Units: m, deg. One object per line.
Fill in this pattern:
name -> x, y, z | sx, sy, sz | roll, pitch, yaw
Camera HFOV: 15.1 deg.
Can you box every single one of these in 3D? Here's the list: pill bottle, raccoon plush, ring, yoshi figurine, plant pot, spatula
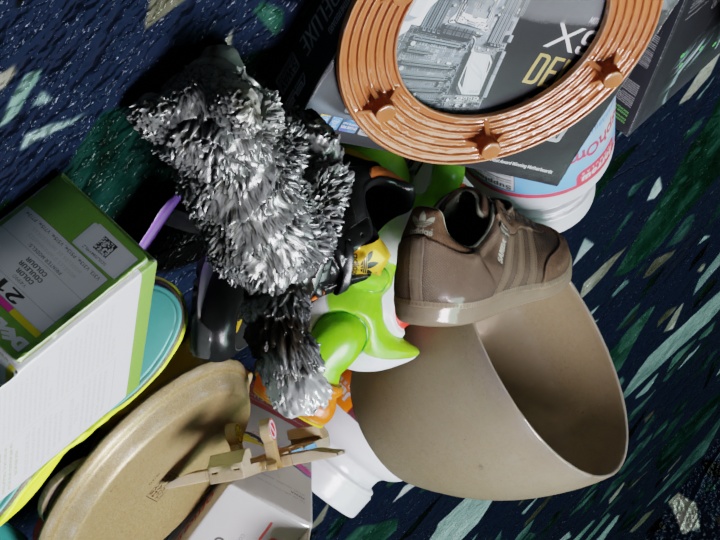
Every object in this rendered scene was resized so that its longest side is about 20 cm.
pill bottle -> 0.112, -0.110, 1.761 | 0.109, 0.109, 0.200 | -43, 153, -21
raccoon plush -> -0.054, -0.025, 1.463 | 0.097, 0.200, 0.134 | -24, 170, 12
pill bottle -> 0.027, 0.084, 2.044 | 0.200, 0.113, 0.113 | -50, 165, 2
ring -> 0.082, -0.134, 1.532 | 0.200, 0.019, 0.200 | -14, 136, -14
yoshi figurine -> -0.013, -0.008, 1.747 | 0.112, 0.112, 0.200 | 19, 104, -55
plant pot -> 0.073, 0.078, 1.858 | 0.134, 0.200, 0.200 | -29, 174, 26
spatula -> -0.092, -0.029, 1.620 | 0.057, 0.021, 0.200 | -56, 164, 17

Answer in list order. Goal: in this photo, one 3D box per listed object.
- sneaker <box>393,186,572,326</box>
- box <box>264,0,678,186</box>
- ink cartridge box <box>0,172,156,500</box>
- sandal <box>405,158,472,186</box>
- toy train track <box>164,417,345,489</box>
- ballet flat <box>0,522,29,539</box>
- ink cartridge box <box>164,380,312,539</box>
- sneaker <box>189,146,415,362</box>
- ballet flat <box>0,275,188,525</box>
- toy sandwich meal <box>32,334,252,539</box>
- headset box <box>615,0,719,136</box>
sneaker -> 0.084, -0.018, 1.710 | 0.200, 0.070, 0.076 | -25, 120, -62
box -> 0.068, -0.137, 1.572 | 0.200, 0.050, 0.158 | 10, 127, -35
ink cartridge box -> -0.207, 0.063, 1.429 | 0.200, 0.076, 0.148 | -40, 163, -26
sandal -> 0.055, -0.071, 1.877 | 0.082, 0.050, 0.203 | -8, 127, -45
toy train track -> -0.059, 0.110, 1.745 | 0.115, 0.033, 0.200 | -12, 178, 15
ballet flat -> -0.249, 0.186, 1.642 | 0.074, 0.074, 0.200 | -49, 169, 1
ink cartridge box -> -0.090, 0.171, 1.849 | 0.117, 0.067, 0.200 | -55, -164, 20
sneaker -> -0.032, -0.011, 1.611 | 0.200, 0.090, 0.070 | -58, 159, -49
ballet flat -> -0.180, 0.076, 1.578 | 0.200, 0.067, 0.067 | -46, -174, 1
toy sandwich meal -> -0.146, 0.113, 1.737 | 0.205, 0.070, 0.205 | -42, 160, -19
headset box -> 0.228, -0.214, 1.916 | 0.174, 0.093, 0.200 | -41, 163, -27
